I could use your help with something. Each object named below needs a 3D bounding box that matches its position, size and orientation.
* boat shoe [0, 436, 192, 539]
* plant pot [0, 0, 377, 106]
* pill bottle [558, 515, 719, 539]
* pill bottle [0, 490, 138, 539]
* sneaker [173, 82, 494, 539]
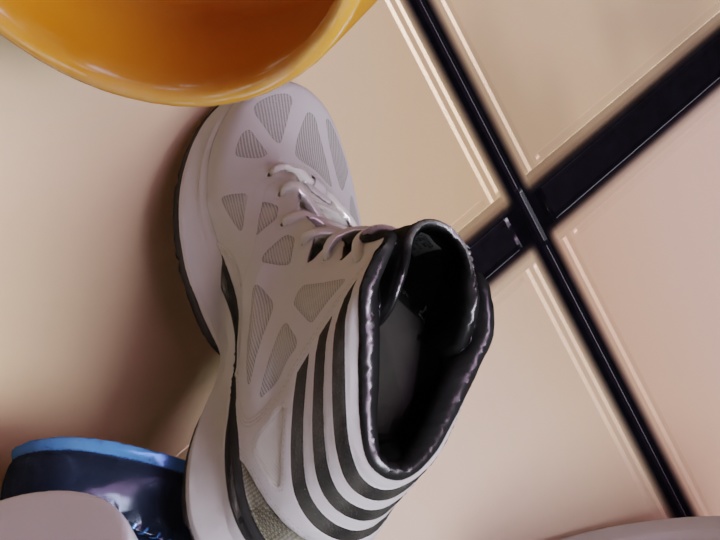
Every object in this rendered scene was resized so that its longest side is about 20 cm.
[{"bbox_3d":[-0.036,0.118,0.951,0.199,0.084,0.069,30,63,-29],"label":"boat shoe"},{"bbox_3d":[-0.037,-0.184,0.895,0.183,0.199,0.201,-48,116,-41],"label":"plant pot"},{"bbox_3d":[0.122,0.199,1.042,0.119,0.119,0.201,-12,98,-34],"label":"pill bottle"},{"bbox_3d":[-0.077,0.174,0.886,0.114,0.114,0.201,-41,124,-27],"label":"pill bottle"},{"bbox_3d":[0.000,0.000,0.915,0.075,0.115,0.201,24,45,-30],"label":"sneaker"}]
